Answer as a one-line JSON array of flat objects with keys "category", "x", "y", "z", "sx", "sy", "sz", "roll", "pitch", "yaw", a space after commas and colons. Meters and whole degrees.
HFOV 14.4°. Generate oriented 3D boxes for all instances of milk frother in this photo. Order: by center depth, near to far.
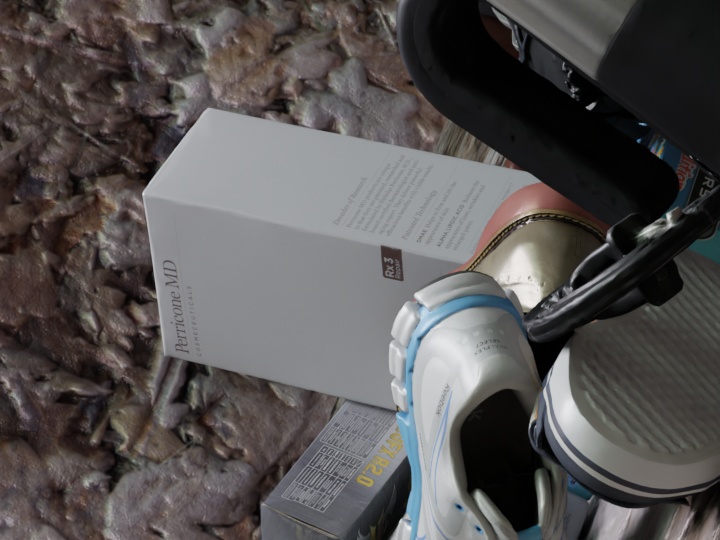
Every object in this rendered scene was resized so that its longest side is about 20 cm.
[{"category": "milk frother", "x": 0.082, "y": -0.091, "z": 1.073, "sx": 0.181, "sy": 0.188, "sz": 0.200, "roll": -57, "pitch": -9, "yaw": 24}]

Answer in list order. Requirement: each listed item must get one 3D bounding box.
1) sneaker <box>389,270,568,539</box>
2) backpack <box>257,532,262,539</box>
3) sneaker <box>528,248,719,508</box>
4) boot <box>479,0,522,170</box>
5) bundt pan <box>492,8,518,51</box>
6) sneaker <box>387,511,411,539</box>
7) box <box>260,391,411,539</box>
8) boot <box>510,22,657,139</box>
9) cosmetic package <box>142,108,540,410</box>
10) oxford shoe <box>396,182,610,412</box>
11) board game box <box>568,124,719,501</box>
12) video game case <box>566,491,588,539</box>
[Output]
[{"category": "sneaker", "x": 0.056, "y": 0.106, "z": 1.194, "sx": 0.087, "sy": 0.075, "sz": 0.201, "roll": -121, "pitch": 17, "yaw": -59}, {"category": "backpack", "x": -0.017, "y": 0.209, "z": 1.676, "sx": 0.163, "sy": 0.153, "sz": 0.201, "roll": 114, "pitch": 157, "yaw": -54}, {"category": "sneaker", "x": 0.105, "y": 0.058, "z": 1.087, "sx": 0.080, "sy": 0.078, "sz": 0.200, "roll": -60, "pitch": -6, "yaw": 23}, {"category": "boot", "x": 0.080, "y": -0.059, "z": 1.612, "sx": 0.068, "sy": 0.188, "sz": 0.201, "roll": 40, "pitch": 109, "yaw": 44}, {"category": "bundt pan", "x": 0.137, "y": -0.204, "z": 1.471, "sx": 0.201, "sy": 0.076, "sz": 0.203, "roll": -20, "pitch": 48, "yaw": 24}, {"category": "sneaker", "x": 0.016, "y": 0.179, "z": 1.323, "sx": 0.116, "sy": 0.073, "sz": 0.201, "roll": 105, "pitch": -170, "yaw": -83}, {"category": "box", "x": 0.020, "y": 0.121, "z": 1.474, "sx": 0.200, "sy": 0.048, "sz": 0.159, "roll": -49, "pitch": -29, "yaw": -41}, {"category": "boot", "x": 0.098, "y": -0.143, "z": 1.305, "sx": 0.163, "sy": 0.073, "sz": 0.199, "roll": 91, "pitch": 170, "yaw": -75}, {"category": "cosmetic package", "x": 0.000, "y": 0.000, "z": 1.411, "sx": 0.081, "sy": 0.199, "sz": 0.113, "roll": -59, "pitch": -29, "yaw": -45}, {"category": "oxford shoe", "x": 0.055, "y": 0.041, "z": 1.280, "sx": 0.200, "sy": 0.070, "sz": 0.075, "roll": 115, "pitch": 172, "yaw": -53}, {"category": "board game box", "x": 0.138, "y": -0.013, "z": 1.333, "sx": 0.151, "sy": 0.047, "sz": 0.201, "roll": 117, "pitch": 175, "yaw": -58}, {"category": "video game case", "x": 0.049, "y": 0.219, "z": 1.380, "sx": 0.200, "sy": 0.023, "sz": 0.183, "roll": 117, "pitch": 176, "yaw": -63}]
